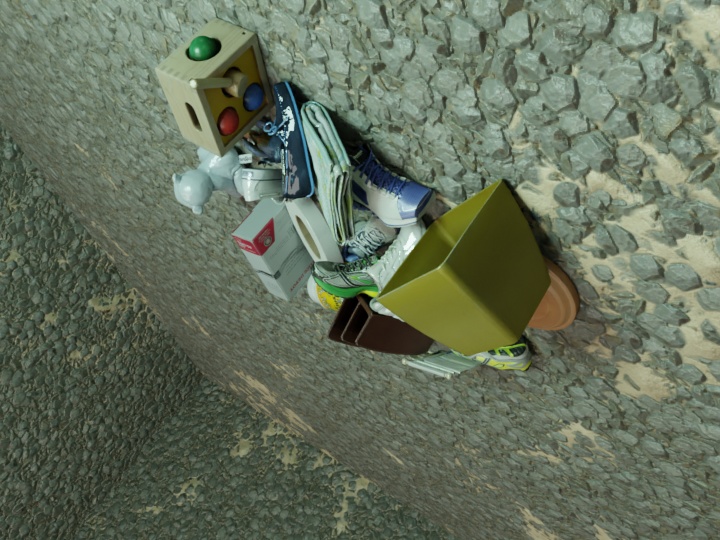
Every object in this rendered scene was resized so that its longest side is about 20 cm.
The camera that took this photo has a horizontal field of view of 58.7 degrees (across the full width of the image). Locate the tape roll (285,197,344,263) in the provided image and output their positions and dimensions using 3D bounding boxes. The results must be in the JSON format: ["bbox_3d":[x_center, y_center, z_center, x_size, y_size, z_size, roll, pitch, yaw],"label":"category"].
[{"bbox_3d":[-0.099,-0.080,1.366,0.205,0.037,0.204,57,169,17],"label":"tape roll"}]

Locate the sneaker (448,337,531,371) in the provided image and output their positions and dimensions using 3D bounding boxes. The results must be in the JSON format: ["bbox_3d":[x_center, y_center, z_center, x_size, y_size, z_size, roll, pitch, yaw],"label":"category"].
[{"bbox_3d":[0.259,0.169,1.311,0.198,0.076,0.077,9,141,51],"label":"sneaker"}]

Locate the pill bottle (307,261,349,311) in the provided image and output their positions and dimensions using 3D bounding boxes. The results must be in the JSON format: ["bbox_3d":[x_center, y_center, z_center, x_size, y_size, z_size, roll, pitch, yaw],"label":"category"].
[{"bbox_3d":[-0.038,0.038,1.468,0.198,0.113,0.113,1,135,53],"label":"pill bottle"}]

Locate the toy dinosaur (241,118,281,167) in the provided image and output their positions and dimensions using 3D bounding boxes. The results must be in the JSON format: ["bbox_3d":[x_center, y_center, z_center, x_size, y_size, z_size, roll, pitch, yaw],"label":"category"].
[{"bbox_3d":[-0.160,-0.254,1.254,0.179,0.107,0.200,30,-171,0],"label":"toy dinosaur"}]

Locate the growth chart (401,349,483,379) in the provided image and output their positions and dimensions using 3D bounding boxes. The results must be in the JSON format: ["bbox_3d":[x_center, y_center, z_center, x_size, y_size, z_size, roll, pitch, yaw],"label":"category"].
[{"bbox_3d":[0.195,0.192,1.357,0.143,0.197,0.018,14,104,48],"label":"growth chart"}]

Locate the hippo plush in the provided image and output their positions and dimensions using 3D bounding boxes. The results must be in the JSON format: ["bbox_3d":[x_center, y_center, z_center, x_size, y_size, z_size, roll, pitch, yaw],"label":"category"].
[{"bbox_3d":[-0.327,-0.191,1.428,0.160,0.161,0.198,50,158,-23],"label":"hippo plush"}]

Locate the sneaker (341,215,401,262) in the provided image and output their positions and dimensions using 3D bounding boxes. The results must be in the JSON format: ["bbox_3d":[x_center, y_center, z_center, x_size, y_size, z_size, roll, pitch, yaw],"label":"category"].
[{"bbox_3d":[0.021,-0.058,1.261,0.077,0.086,0.199,43,154,-8],"label":"sneaker"}]

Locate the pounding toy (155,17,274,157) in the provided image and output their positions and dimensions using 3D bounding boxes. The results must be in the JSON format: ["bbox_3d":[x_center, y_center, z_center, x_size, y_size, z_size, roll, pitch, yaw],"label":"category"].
[{"bbox_3d":[-0.244,-0.315,1.096,0.140,0.185,0.202,27,152,23],"label":"pounding toy"}]

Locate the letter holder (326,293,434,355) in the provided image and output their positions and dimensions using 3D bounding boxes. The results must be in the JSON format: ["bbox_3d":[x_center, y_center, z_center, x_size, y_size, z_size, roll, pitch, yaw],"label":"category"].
[{"bbox_3d":[0.047,0.129,1.329,0.197,0.144,0.101,13,-154,-37],"label":"letter holder"}]

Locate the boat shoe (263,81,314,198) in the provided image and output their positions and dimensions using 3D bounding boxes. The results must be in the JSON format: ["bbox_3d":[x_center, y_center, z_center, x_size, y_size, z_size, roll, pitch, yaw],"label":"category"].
[{"bbox_3d":[-0.132,-0.226,1.129,0.084,0.067,0.205,-138,35,-80],"label":"boat shoe"}]

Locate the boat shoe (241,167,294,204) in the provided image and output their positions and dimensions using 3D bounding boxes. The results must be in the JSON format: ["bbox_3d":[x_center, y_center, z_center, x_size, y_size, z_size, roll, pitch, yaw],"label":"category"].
[{"bbox_3d":[-0.152,-0.160,1.224,0.072,0.198,0.067,11,102,38],"label":"boat shoe"}]

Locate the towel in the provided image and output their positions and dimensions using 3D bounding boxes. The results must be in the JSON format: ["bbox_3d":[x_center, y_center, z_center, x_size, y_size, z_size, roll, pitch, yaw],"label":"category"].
[{"bbox_3d":[-0.057,-0.168,1.111,0.174,0.047,0.202,88,165,-47],"label":"towel"}]

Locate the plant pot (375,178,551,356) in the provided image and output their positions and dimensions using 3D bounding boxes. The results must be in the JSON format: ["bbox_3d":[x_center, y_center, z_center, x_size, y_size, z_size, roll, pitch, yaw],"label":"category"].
[{"bbox_3d":[0.176,0.017,1.006,0.177,0.201,0.199,45,150,-9],"label":"plant pot"}]

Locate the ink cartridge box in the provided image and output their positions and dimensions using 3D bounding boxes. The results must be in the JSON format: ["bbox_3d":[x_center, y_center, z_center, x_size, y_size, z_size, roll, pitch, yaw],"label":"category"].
[{"bbox_3d":[-0.188,-0.054,1.487,0.082,0.146,0.202,16,147,38],"label":"ink cartridge box"}]

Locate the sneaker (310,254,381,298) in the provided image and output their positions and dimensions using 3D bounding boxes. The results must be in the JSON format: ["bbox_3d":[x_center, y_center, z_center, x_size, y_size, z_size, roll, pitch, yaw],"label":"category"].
[{"bbox_3d":[0.000,0.000,1.236,0.194,0.079,0.087,4,131,-13],"label":"sneaker"}]

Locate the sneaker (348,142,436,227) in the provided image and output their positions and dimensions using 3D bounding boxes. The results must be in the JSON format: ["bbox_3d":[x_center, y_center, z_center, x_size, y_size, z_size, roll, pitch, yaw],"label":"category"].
[{"bbox_3d":[0.025,-0.152,1.108,0.197,0.081,0.116,20,151,40],"label":"sneaker"}]

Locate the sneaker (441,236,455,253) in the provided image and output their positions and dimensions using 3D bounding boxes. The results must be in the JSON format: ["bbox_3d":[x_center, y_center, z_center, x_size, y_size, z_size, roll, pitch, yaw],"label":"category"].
[{"bbox_3d":[0.147,0.015,1.199,0.075,0.077,0.203,15,131,-2],"label":"sneaker"}]

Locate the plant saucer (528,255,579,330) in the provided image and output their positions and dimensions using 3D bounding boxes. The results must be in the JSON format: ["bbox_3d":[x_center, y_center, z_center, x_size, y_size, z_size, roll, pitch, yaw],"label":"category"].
[{"bbox_3d":[0.281,0.035,1.113,0.198,0.032,0.202,33,155,17],"label":"plant saucer"}]

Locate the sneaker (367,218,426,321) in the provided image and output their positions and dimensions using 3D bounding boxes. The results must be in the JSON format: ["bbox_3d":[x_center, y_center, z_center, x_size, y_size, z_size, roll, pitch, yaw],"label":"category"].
[{"bbox_3d":[0.064,-0.009,1.167,0.097,0.206,0.078,8,-172,-15],"label":"sneaker"}]
